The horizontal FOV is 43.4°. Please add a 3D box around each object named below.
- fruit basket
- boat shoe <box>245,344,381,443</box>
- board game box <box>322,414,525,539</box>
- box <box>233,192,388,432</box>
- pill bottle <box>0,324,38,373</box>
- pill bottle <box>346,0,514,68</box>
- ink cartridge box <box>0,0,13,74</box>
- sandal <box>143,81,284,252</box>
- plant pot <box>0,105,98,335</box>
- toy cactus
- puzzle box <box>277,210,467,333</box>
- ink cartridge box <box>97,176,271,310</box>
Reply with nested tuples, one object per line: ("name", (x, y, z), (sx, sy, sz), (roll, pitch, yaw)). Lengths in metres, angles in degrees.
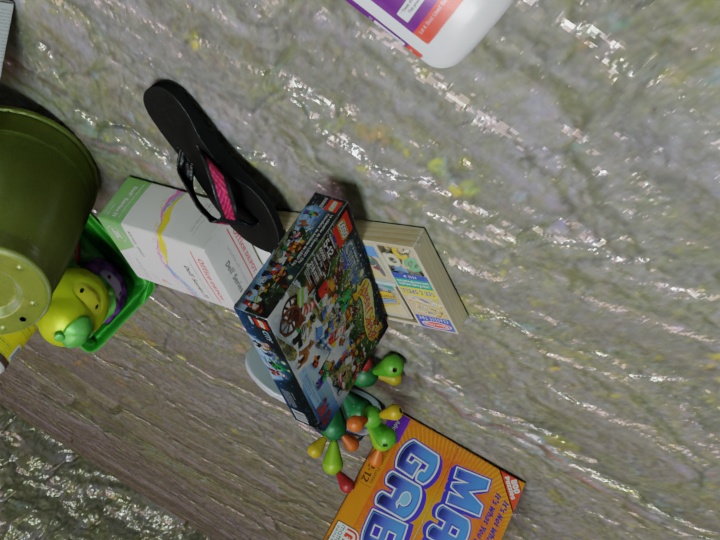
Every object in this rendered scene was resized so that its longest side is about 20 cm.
("fruit basket", (-0.371, 0.015, 1.178), (0.215, 0.156, 0.216), (38, 164, 13))
("boat shoe", (-0.072, 0.174, 1.224), (0.200, 0.071, 0.091), (30, 149, -1))
("board game box", (0.070, 0.348, 1.227), (0.199, 0.200, 0.200), (29, 153, 6))
("box", (-0.038, 0.044, 0.852), (0.038, 0.137, 0.200), (19, 150, 27))
("pill bottle", (-0.512, 0.045, 1.325), (0.109, 0.200, 0.109), (24, 152, 14))
("pill bottle", (0.002, -0.208, 0.480), (0.200, 0.113, 0.112), (36, 152, -8))
("ink cartridge box", (-0.448, -0.197, 0.902), (0.196, 0.201, 0.043), (22, -164, 17))
("sandal", (-0.149, -0.089, 0.877), (0.075, 0.045, 0.200), (-10, 125, 45))
("plant pot", (-0.394, -0.041, 0.981), (0.199, 0.193, 0.201), (-6, 133, -6))
("toy cactus", (-0.022, 0.163, 1.112), (0.165, 0.102, 0.201), (46, 134, 30))
("puzzle box", (0.000, 0.000, 0.918), (0.199, 0.025, 0.133), (9, 145, 37))
("ink cartridge box", (-0.183, -0.025, 1.018), (0.199, 0.067, 0.117), (16, 148, 28))
